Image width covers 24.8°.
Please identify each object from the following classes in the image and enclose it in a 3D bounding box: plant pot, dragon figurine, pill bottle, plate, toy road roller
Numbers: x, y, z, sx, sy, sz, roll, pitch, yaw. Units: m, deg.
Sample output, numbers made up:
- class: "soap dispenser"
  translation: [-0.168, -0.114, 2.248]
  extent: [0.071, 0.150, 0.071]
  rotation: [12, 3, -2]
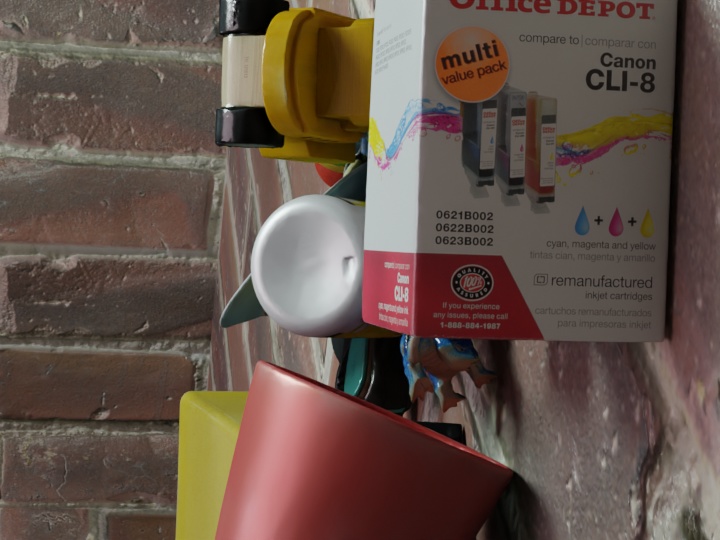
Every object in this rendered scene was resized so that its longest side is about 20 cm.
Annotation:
- class: "plant pot"
  translation: [-0.071, 0.235, 1.694]
  extent: [0.176, 0.199, 0.202]
  rotation: [-172, 84, -68]
- class: "dragon figurine"
  translation: [0.045, 0.043, 1.201]
  extent: [0.100, 0.059, 0.200]
  rotation: [59, -165, 23]
- class: "pill bottle"
  translation: [0.000, 0.000, 1.322]
  extent: [0.200, 0.109, 0.110]
  rotation: [6, -95, -66]
- class: "plate"
  translation: [-0.047, -0.017, 1.438]
  extent: [0.200, 0.026, 0.200]
  rotation: [-46, -6, -6]
- class: "toy road roller"
  translation: [-0.022, -0.153, 1.337]
  extent: [0.200, 0.145, 0.124]
  rotation: [0, -88, -63]
- class: "plant pot"
  translation: [-0.015, 0.183, 1.164]
  extent: [0.200, 0.199, 0.178]
  rotation: [-178, 112, -80]

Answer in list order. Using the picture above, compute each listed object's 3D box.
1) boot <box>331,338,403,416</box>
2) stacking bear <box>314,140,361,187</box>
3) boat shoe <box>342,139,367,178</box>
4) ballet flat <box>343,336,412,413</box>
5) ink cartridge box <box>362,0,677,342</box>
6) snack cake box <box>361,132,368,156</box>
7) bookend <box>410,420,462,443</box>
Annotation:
- class: "boot"
  translation: [0.004, 0.072, 1.584]
  extent: [0.162, 0.073, 0.200]
  rotation: [143, 135, -75]
- class: "stacking bear"
  translation: [-0.011, -0.148, 1.622]
  extent: [0.200, 0.121, 0.114]
  rotation: [88, -167, -65]
- class: "boat shoe"
  translation: [0.014, -0.086, 1.552]
  extent: [0.201, 0.066, 0.072]
  rotation: [112, 147, -62]
- class: "ballet flat"
  translation: [0.021, 0.043, 1.462]
  extent: [0.068, 0.068, 0.201]
  rotation: [133, 146, -51]
- class: "ink cartridge box"
  translation: [0.085, -0.065, 0.921]
  extent: [0.145, 0.144, 0.202]
  rotation: [-171, 83, -80]
- class: "snack cake box"
  translation: [0.052, -0.141, 1.355]
  extent: [0.200, 0.067, 0.116]
  rotation: [-136, 51, -77]
- class: "bookend"
  translation: [0.029, 0.259, 1.349]
  extent: [0.200, 0.091, 0.200]
  rotation: [99, 173, -56]
